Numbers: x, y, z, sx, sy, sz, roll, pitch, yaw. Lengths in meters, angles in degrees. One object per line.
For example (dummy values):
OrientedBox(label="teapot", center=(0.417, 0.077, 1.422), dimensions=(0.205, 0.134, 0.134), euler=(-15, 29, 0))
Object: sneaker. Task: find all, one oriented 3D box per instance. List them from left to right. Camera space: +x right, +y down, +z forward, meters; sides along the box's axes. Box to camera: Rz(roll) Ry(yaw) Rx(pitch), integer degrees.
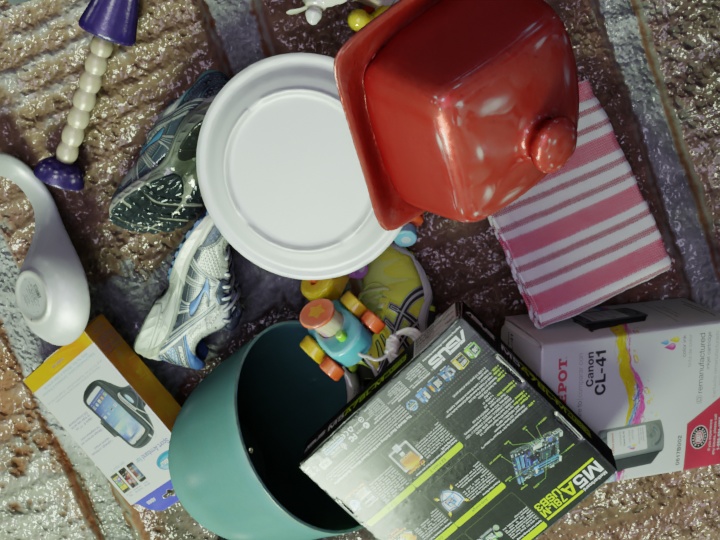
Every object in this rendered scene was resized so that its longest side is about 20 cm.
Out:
OrientedBox(label="sneaker", center=(-0.177, -0.113, 0.985), dimensions=(0.077, 0.087, 0.200), euler=(21, 131, -40))
OrientedBox(label="sneaker", center=(-0.149, 0.014, 1.009), dimensions=(0.085, 0.077, 0.201), euler=(27, 114, -5))
OrientedBox(label="sneaker", center=(0.021, 0.063, 0.956), dimensions=(0.075, 0.076, 0.202), euler=(-18, 66, 41))

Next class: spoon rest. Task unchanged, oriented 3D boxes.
OrientedBox(label="spoon rest", center=(-0.320, -0.023, 1.006), dimensions=(0.099, 0.060, 0.202), euler=(-26, 85, 37))

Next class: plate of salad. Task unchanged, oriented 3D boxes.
OrientedBox(label="plate of salad", center=(-0.048, -0.091, 0.895), dimensions=(0.198, 0.048, 0.202), euler=(3, 106, 10))

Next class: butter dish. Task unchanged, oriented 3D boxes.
OrientedBox(label="butter dish", center=(0.104, -0.122, 0.784), dimensions=(0.200, 0.148, 0.200), euler=(-38, 139, -17))

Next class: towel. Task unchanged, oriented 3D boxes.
OrientedBox(label="towel", center=(0.181, -0.064, 0.918), dimensions=(0.145, 0.030, 0.202), euler=(-22, 84, -12))

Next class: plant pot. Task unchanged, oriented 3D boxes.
OrientedBox(label="plant pot", center=(-0.089, 0.171, 0.974), dimensions=(0.160, 0.201, 0.201), euler=(-30, 99, 38))

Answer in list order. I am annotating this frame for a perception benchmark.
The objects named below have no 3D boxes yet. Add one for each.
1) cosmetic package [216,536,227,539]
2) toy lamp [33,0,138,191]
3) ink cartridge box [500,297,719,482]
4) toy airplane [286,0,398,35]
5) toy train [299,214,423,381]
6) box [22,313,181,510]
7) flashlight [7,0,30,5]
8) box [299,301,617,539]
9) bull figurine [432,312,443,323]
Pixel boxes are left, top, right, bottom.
OrientedBox(label="cosmetic package", center=(-0.106, 0.333, 1.009), dimensions=(0.089, 0.200, 0.108), euler=(-16, 104, 12))
OrientedBox(label="toy lamp", center=(-0.262, -0.178, 0.980), dimensions=(0.058, 0.058, 0.201), euler=(22, 107, 1))
OrientedBox(label="ink cartridge box", center=(0.236, 0.113, 0.941), dimensions=(0.198, 0.086, 0.149), euler=(-6, 105, -18))
OrientedBox(label="toy airplane", center=(0.040, -0.234, 0.886), dimensions=(0.199, 0.141, 0.200), euler=(-28, 110, -5))
OrientedBox(label="toy train", center=(0.000, 0.000, 0.934), dimensions=(0.149, 0.201, 0.056), euler=(-20, 137, 28))
OrientedBox(label="box", center=(-0.245, 0.155, 1.048), dimensions=(0.119, 0.042, 0.200), euler=(-35, 100, 32))
OrientedBox(label="flashlight", center=(-0.241, -0.309, 0.946), dimensions=(0.198, 0.068, 0.069), euler=(-11, 106, 14))
OrientedBox(label="box", center=(0.082, 0.161, 0.868), dimensions=(0.193, 0.048, 0.200), euler=(42, 106, -10))
OrientedBox(label="bull figurine", center=(0.118, 0.127, 1.004), dimensions=(0.199, 0.065, 0.122), euler=(28, 101, -3))
